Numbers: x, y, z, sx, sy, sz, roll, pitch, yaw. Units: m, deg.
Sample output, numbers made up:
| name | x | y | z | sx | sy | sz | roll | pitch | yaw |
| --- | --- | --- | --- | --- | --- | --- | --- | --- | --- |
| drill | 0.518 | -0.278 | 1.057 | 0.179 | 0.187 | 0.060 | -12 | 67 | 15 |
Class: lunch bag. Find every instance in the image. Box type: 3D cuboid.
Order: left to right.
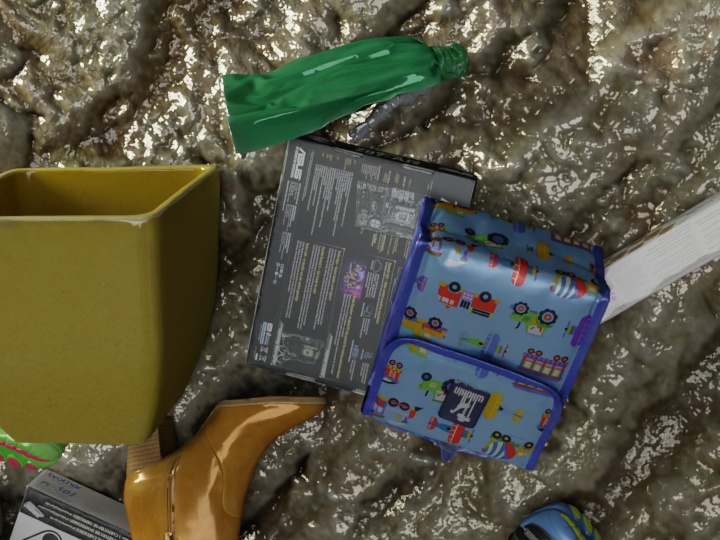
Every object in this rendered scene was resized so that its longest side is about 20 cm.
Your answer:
| name | x | y | z | sx | sy | sz | roll | pitch | yaw |
| --- | --- | --- | --- | --- | --- | --- | --- | --- | --- |
| lunch bag | 0.092 | 0.064 | 0.964 | 0.150 | 0.094 | 0.201 | 16 | 117 | -1 |

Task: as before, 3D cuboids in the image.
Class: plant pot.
| name | x | y | z | sx | sy | sz | roll | pitch | yaw |
| --- | --- | --- | --- | --- | --- | --- | --- | --- | --- |
| plant pot | -0.224 | 0.031 | 0.991 | 0.194 | 0.194 | 0.201 | 0 | 106 | 9 |

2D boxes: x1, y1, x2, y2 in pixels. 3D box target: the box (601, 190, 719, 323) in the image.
| name | x | y | z | sx | sy | sz | roll | pitch | yaw |
| --- | --- | --- | --- | --- | --- | --- | --- | --- | --- |
| box | 0.264 | -0.024 | 0.972 | 0.199 | 0.039 | 0.042 | -33 | 95 | 14 |

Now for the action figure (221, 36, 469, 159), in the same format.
| name | x | y | z | sx | sy | sz | roll | pitch | yaw |
| --- | --- | --- | --- | --- | --- | --- | --- | --- | --- |
| action figure | -0.008 | -0.145 | 0.972 | 0.199 | 0.119 | 0.055 | -16 | 135 | 0 |

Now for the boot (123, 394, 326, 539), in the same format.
| name | x | y | z | sx | sy | sz | roll | pitch | yaw |
| --- | --- | --- | --- | --- | --- | --- | --- | --- | --- |
| boot | -0.112 | 0.186 | 1.040 | 0.200 | 0.071 | 0.145 | -13 | 79 | 19 |

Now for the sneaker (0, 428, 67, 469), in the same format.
| name | x | y | z | sx | sy | sz | roll | pitch | yaw |
| --- | --- | --- | --- | --- | --- | --- | --- | --- | --- |
| sneaker | -0.346 | 0.102 | 1.073 | 0.199 | 0.084 | 0.077 | 33 | 141 | -13 |

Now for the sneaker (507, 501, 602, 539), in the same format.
| name | x | y | z | sx | sy | sz | roll | pitch | yaw |
| --- | --- | --- | --- | --- | --- | --- | --- | --- | --- |
| sneaker | 0.194 | 0.293 | 1.037 | 0.082 | 0.071 | 0.200 | -31 | 94 | 28 |

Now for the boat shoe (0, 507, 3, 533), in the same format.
| name | x | y | z | sx | sy | sz | roll | pitch | yaw |
| --- | --- | --- | --- | --- | --- | --- | --- | --- | --- |
| boat shoe | -0.401 | 0.174 | 1.106 | 0.072 | 0.065 | 0.201 | -26 | 96 | 12 |

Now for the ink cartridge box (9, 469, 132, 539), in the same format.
| name | x | y | z | sx | sy | sz | roll | pitch | yaw |
| --- | --- | --- | --- | --- | --- | --- | --- | --- | --- |
| ink cartridge box | -0.221 | 0.267 | 1.106 | 0.199 | 0.044 | 0.095 | 24 | 105 | 4 |

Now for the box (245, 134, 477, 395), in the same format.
| name | x | y | z | sx | sy | sz | roll | pitch | yaw |
| --- | --- | --- | --- | --- | --- | --- | --- | --- | --- |
| box | 0.000 | 0.000 | 1.017 | 0.159 | 0.044 | 0.201 | 13 | 103 | 6 |
